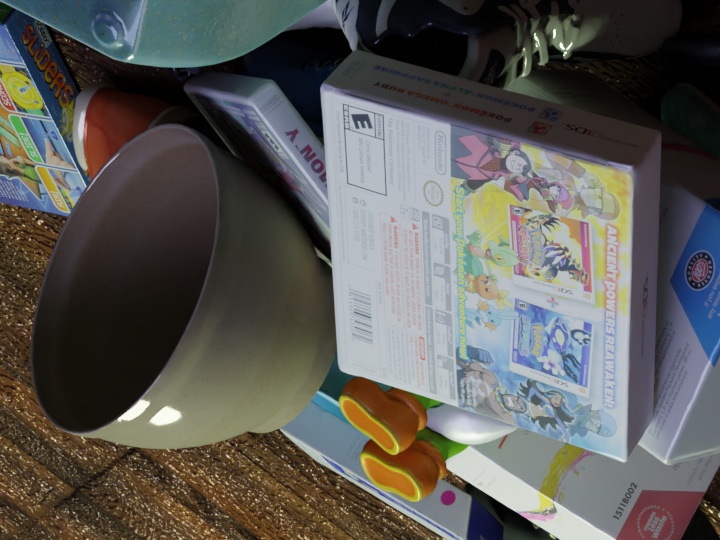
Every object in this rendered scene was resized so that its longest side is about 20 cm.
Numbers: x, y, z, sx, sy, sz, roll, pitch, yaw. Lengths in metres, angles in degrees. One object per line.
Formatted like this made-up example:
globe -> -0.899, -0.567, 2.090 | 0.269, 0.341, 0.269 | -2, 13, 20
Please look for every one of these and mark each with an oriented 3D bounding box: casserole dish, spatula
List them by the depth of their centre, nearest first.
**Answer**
spatula -> 0.260, -0.115, 1.474 | 0.199, 0.021, 0.057 | 7, 145, 26
casserole dish -> -0.010, 0.087, 1.938 | 0.121, 0.039, 0.200 | 32, 174, 0

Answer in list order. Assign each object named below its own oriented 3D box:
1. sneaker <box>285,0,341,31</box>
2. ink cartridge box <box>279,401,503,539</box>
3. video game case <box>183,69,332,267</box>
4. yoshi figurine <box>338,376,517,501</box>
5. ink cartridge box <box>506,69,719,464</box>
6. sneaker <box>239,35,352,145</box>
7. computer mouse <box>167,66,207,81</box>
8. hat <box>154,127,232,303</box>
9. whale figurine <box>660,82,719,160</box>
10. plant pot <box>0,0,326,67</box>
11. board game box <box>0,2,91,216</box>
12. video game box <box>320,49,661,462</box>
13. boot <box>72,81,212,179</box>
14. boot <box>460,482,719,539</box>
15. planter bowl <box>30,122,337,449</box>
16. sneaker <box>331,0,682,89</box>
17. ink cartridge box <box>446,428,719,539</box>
sneaker -> 0.004, -0.160, 1.599 | 0.199, 0.073, 0.085 | -11, 127, 47
ink cartridge box -> 0.039, 0.160, 1.926 | 0.199, 0.037, 0.095 | 32, 173, 25
video game case -> -0.031, -0.044, 1.663 | 0.183, 0.023, 0.200 | 53, 171, -14
yoshi figurine -> 0.066, 0.046, 1.734 | 0.112, 0.200, 0.112 | 50, 157, -5
ink cartridge box -> 0.150, -0.007, 1.539 | 0.200, 0.084, 0.145 | 37, 117, 32
sneaker -> 0.011, -0.118, 1.668 | 0.199, 0.078, 0.090 | 20, 125, 29
computer mouse -> -0.113, -0.175, 1.632 | 0.139, 0.053, 0.200 | 60, 175, -15
hat -> -0.098, 0.003, 1.817 | 0.081, 0.200, 0.201 | 58, 169, 40
whale figurine -> 0.187, -0.014, 1.612 | 0.159, 0.104, 0.201 | 32, 140, 18
plant pot -> -0.114, -0.220, 1.442 | 0.195, 0.200, 0.197 | 26, 131, 11
board game box -> -0.260, -0.122, 1.915 | 0.135, 0.035, 0.201 | 12, 144, 30
video game box -> 0.071, -0.008, 1.445 | 0.181, 0.047, 0.201 | 19, 133, 25
boot -> -0.140, -0.051, 1.891 | 0.107, 0.075, 0.201 | 23, 146, 31
boot -> 0.163, 0.190, 1.959 | 0.203, 0.074, 0.154 | 36, 151, 5
planter bowl -> -0.096, 0.025, 1.684 | 0.134, 0.202, 0.200 | 23, 157, -34
sneaker -> 0.082, -0.123, 1.480 | 0.198, 0.130, 0.080 | 11, 130, -9
ink cartridge box -> 0.137, 0.108, 1.812 | 0.199, 0.117, 0.068 | 31, 160, -1
